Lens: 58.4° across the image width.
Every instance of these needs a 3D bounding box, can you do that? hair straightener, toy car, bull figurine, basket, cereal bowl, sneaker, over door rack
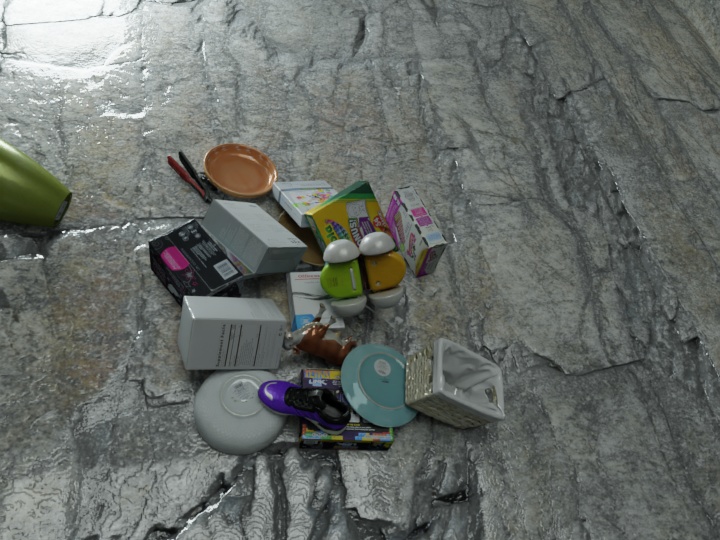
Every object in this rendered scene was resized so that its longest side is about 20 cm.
[{"bbox_3d":[-0.423,-0.249,1.709,0.200,0.041,0.077,43,57,16],"label":"hair straightener"},{"bbox_3d":[0.000,0.000,1.501,0.199,0.176,0.150,-13,18,-8],"label":"toy car"},{"bbox_3d":[-0.083,0.150,1.439,0.200,0.122,0.065,30,16,-37],"label":"bull figurine"},{"bbox_3d":[0.205,0.257,1.420,0.200,0.123,0.136,28,48,-28],"label":"basket"},{"bbox_3d":[-0.248,0.279,1.354,0.199,0.083,0.201,7,55,-10],"label":"cereal bowl"},{"bbox_3d":[-0.107,0.262,1.310,0.200,0.100,0.070,22,54,-7],"label":"sneaker"},{"bbox_3d":[0.064,0.067,1.582,0.200,0.067,0.148,27,50,32],"label":"over door rack"}]

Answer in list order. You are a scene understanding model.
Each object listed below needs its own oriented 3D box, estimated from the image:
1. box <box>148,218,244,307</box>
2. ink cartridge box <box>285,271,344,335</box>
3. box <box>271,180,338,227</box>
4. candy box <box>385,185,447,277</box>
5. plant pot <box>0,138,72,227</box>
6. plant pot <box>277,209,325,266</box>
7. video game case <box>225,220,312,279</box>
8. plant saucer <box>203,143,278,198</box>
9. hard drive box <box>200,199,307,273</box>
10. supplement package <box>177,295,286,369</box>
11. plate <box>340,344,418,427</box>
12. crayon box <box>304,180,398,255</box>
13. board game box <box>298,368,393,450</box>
[{"bbox_3d":[-0.381,0.004,1.496,0.132,0.115,0.200,-32,69,-32],"label":"box"},{"bbox_3d":[-0.113,0.069,1.547,0.115,0.067,0.201,-2,56,-15],"label":"ink cartridge box"},{"bbox_3d":[-0.123,-0.176,1.675,0.155,0.041,0.200,-6,34,-28],"label":"box"},{"bbox_3d":[0.140,-0.102,1.689,0.061,0.137,0.200,-16,60,-22],"label":"candy box"},{"bbox_3d":[-0.792,-0.184,1.503,0.200,0.187,0.188,26,52,-14],"label":"plant pot"},{"bbox_3d":[-0.122,-0.086,1.663,0.199,0.028,0.201,14,49,-17],"label":"plant pot"},{"bbox_3d":[-0.237,-0.053,1.632,0.199,0.018,0.144,-11,58,-22],"label":"video game case"},{"bbox_3d":[-0.323,-0.263,1.733,0.199,0.037,0.201,13,47,-15],"label":"plant saucer"},{"bbox_3d":[-0.251,-0.081,1.531,0.200,0.077,0.156,40,20,24],"label":"hard drive box"},{"bbox_3d":[-0.277,0.133,1.379,0.199,0.120,0.121,4,19,-26],"label":"supplement package"},{"bbox_3d":[0.052,0.246,1.418,0.200,0.026,0.201,14,51,-19],"label":"plate"},{"bbox_3d":[-0.020,-0.094,1.597,0.172,0.058,0.200,-34,111,-21],"label":"crayon box"},{"bbox_3d":[-0.035,0.303,1.408,0.199,0.057,0.166,5,52,-11],"label":"board game box"}]
